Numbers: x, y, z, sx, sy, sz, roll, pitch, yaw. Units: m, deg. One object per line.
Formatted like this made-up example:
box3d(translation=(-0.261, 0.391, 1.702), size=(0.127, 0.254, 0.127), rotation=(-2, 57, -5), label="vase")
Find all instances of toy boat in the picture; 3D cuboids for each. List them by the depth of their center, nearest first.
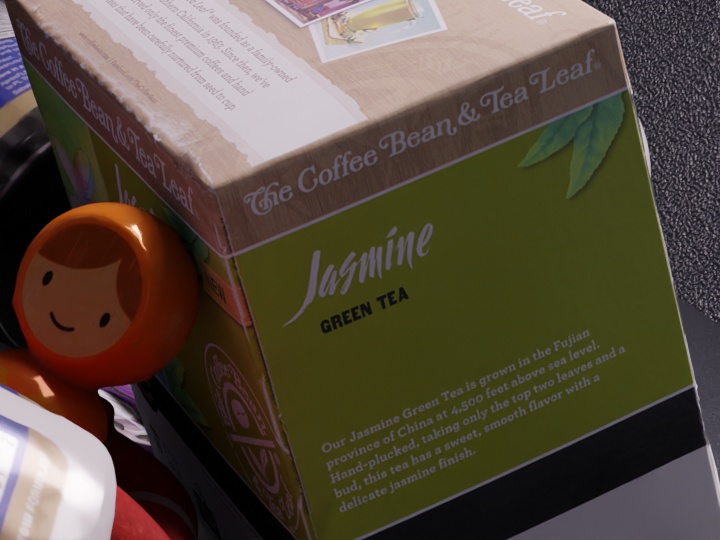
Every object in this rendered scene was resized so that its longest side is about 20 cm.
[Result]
box3d(translation=(-0.091, 0.041, 0.821), size=(0.130, 0.131, 0.200), rotation=(29, 7, -8), label="toy boat")

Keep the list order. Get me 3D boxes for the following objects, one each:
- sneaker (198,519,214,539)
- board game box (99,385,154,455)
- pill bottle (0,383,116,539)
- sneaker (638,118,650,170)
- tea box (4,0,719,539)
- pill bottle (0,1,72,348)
box3d(translation=(0.027, 0.111, 1.002), size=(0.200, 0.086, 0.078), rotation=(34, 8, 33), label="sneaker")
box3d(translation=(-0.147, 0.036, 1.066), size=(0.120, 0.032, 0.200), rotation=(30, 5, 35), label="board game box")
box3d(translation=(-0.161, 0.042, 0.603), size=(0.200, 0.111, 0.111), rotation=(28, 7, -16), label="pill bottle")
box3d(translation=(0.070, -0.033, 1.217), size=(0.118, 0.074, 0.201), rotation=(34, 42, -57), label="sneaker")
box3d(translation=(0.000, 0.000, 0.927), size=(0.200, 0.134, 0.197), rotation=(41, -30, 59), label="tea box")
box3d(translation=(-0.161, -0.052, 1.073), size=(0.200, 0.112, 0.112), rotation=(33, 7, 35), label="pill bottle")
